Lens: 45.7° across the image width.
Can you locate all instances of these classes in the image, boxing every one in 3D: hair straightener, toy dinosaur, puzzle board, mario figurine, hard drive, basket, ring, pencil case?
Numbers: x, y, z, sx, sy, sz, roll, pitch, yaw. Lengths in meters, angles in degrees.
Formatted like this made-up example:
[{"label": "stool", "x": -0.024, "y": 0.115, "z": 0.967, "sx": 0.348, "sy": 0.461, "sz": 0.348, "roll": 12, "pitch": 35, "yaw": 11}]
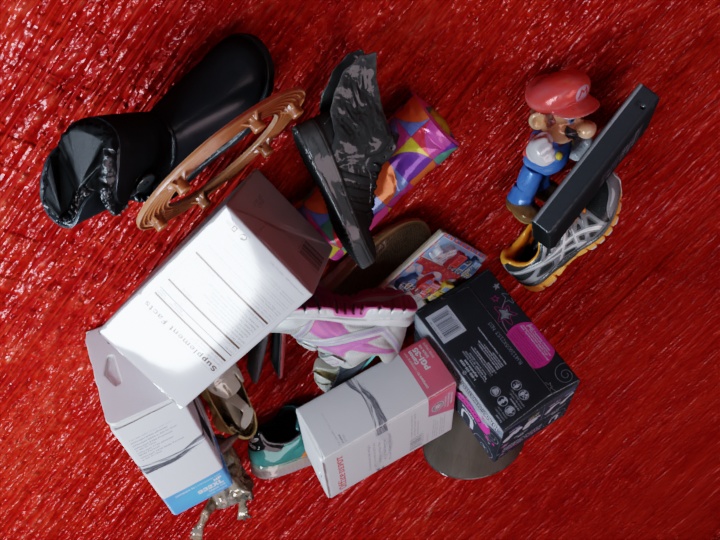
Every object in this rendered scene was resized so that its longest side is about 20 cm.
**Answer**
[{"label": "hair straightener", "x": -0.124, "y": 0.061, "z": 1.039, "sx": 0.076, "sy": 0.041, "sz": 0.202, "roll": -10, "pitch": 135, "yaw": -24}, {"label": "toy dinosaur", "x": -0.188, "y": 0.265, "z": 1.148, "sx": 0.084, "sy": 0.136, "sz": 0.202, "roll": -2, "pitch": 129, "yaw": -6}, {"label": "puzzle board", "x": 0.083, "y": 0.018, "z": 1.093, "sx": 0.151, "sy": 0.017, "sz": 0.200, "roll": -43, "pitch": 158, "yaw": 12}, {"label": "mario figurine", "x": 0.235, "y": -0.141, "z": 1.003, "sx": 0.104, "sy": 0.125, "sz": 0.201, "roll": 4, "pitch": 139, "yaw": -1}, {"label": "hard drive", "x": 0.282, "y": -0.119, "z": 1.041, "sx": 0.201, "sy": 0.033, "sz": 0.139, "roll": -53, "pitch": 167, "yaw": 3}, {"label": "basket", "x": 0.183, "y": 0.196, "z": 1.302, "sx": 0.178, "sy": 0.136, "sz": 0.202, "roll": -21, "pitch": 136, "yaw": -22}, {"label": "ring", "x": -0.125, "y": -0.099, "z": 0.796, "sx": 0.200, "sy": 0.019, "sz": 0.200, "roll": -40, "pitch": -179, "yaw": 1}, {"label": "pencil case", "x": 0.014, "y": -0.101, "z": 0.935, "sx": 0.199, "sy": 0.089, "sz": 0.088, "roll": -41, "pitch": 139, "yaw": 14}]

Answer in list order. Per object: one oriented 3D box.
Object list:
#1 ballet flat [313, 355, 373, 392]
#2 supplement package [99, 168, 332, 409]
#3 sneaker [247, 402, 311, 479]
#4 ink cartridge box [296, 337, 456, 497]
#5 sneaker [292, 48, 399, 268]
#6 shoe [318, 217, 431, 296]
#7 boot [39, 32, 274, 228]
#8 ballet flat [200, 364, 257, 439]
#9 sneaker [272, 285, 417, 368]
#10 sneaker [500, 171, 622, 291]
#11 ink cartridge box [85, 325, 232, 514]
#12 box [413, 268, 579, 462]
[{"label": "ballet flat", "x": -0.025, "y": 0.122, "z": 1.143, "sx": 0.072, "sy": 0.074, "sz": 0.201, "roll": -10, "pitch": 151, "yaw": -23}, {"label": "supplement package", "x": -0.144, "y": 0.019, "z": 0.872, "sx": 0.199, "sy": 0.122, "sz": 0.120, "roll": -40, "pitch": 103, "yaw": 22}, {"label": "sneaker", "x": -0.068, "y": 0.223, "z": 1.212, "sx": 0.198, "sy": 0.071, "sz": 0.081, "roll": -19, "pitch": 124, "yaw": -30}, {"label": "ink cartridge box", "x": 0.022, "y": 0.196, "z": 1.126, "sx": 0.198, "sy": 0.083, "sz": 0.147, "roll": -26, "pitch": 150, "yaw": -14}, {"label": "sneaker", "x": 0.002, "y": -0.107, "z": 0.856, "sx": 0.103, "sy": 0.060, "sz": 0.202, "roll": -30, "pitch": 116, "yaw": -10}, {"label": "shoe", "x": 0.000, "y": 0.000, "z": 1.052, "sx": 0.199, "sy": 0.053, "sz": 0.070, "roll": -39, "pitch": 123, "yaw": -4}, {"label": "boot", "x": -0.172, "y": -0.121, "z": 0.738, "sx": 0.200, "sy": 0.077, "sz": 0.168, "roll": -44, "pitch": 178, "yaw": 20}, {"label": "ballet flat", "x": -0.167, "y": 0.146, "z": 1.076, "sx": 0.069, "sy": 0.063, "sz": 0.201, "roll": -47, "pitch": 149, "yaw": -26}, {"label": "sneaker", "x": -0.035, "y": 0.070, "z": 0.981, "sx": 0.196, "sy": 0.082, "sz": 0.090, "roll": 4, "pitch": 110, "yaw": -3}, {"label": "sneaker", "x": 0.269, "y": -0.056, "z": 1.144, "sx": 0.077, "sy": 0.079, "sz": 0.201, "roll": 23, "pitch": 116, "yaw": -35}, {"label": "ink cartridge box", "x": -0.232, "y": 0.164, "z": 0.994, "sx": 0.083, "sy": 0.146, "sz": 0.201, "roll": -24, "pitch": 139, "yaw": -9}, {"label": "box", "x": 0.174, "y": 0.128, "z": 1.147, "sx": 0.131, "sy": 0.201, "sz": 0.115, "roll": -29, "pitch": 151, "yaw": -15}]
